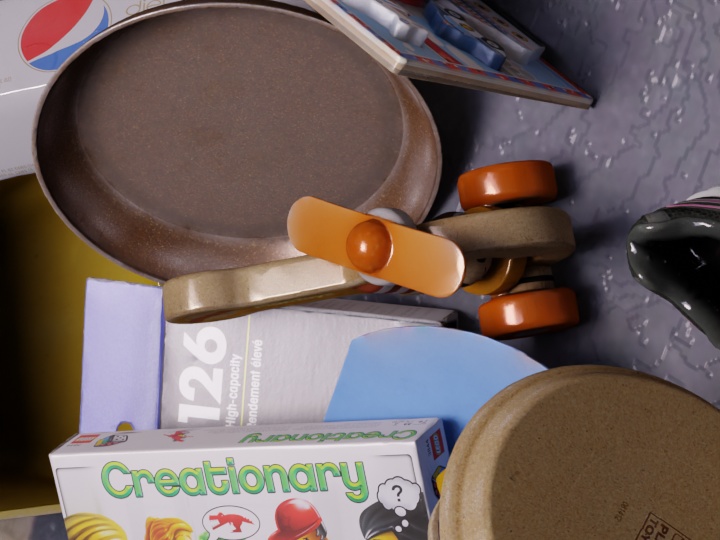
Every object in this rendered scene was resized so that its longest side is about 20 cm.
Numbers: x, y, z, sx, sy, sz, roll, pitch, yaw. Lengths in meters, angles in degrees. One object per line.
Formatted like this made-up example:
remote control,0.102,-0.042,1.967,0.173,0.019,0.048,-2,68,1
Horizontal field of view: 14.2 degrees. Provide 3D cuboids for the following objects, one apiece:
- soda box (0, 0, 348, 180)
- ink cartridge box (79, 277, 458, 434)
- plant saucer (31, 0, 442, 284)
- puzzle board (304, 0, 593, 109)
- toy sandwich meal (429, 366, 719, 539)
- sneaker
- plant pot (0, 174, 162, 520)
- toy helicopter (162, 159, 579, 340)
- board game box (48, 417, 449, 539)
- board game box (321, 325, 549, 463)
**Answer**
soda box,-0.105,-0.105,1.438,0.199,0.064,0.068,-11,50,15
ink cartridge box,-0.055,0.110,1.436,0.199,0.047,0.199,5,97,15
plant saucer,-0.060,-0.064,1.405,0.200,0.200,0.032,-40,34,36
puzzle board,0.002,-0.141,1.351,0.200,0.150,0.017,42,112,33
toy sandwich meal,0.116,0.131,1.223,0.206,0.204,0.070,64,145,20
sneaker,0.194,0.024,1.227,0.199,0.086,0.081,22,108,38
plant pot,-0.230,0.038,1.550,0.176,0.199,0.201,-13,83,57
toy helicopter,0.000,0.000,1.336,0.199,0.132,0.079,-11,84,14
board game box,-0.044,0.137,1.370,0.199,0.035,0.127,-4,106,27
board game box,0.051,0.117,1.363,0.157,0.039,0.201,27,117,15
